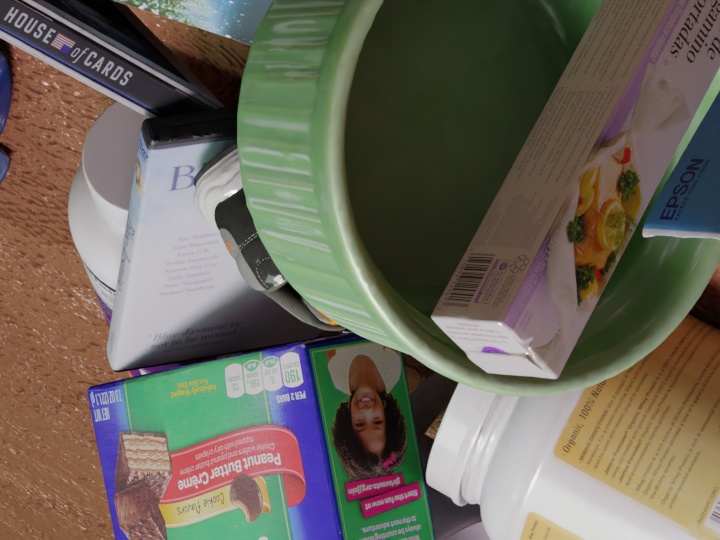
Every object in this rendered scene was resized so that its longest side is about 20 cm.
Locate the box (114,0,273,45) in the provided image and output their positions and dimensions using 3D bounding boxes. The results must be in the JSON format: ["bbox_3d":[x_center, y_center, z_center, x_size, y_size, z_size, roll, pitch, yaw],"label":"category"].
[{"bbox_3d":[-0.070,-0.168,1.139,0.136,0.038,0.200,17,152,-11],"label":"box"}]

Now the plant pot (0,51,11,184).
[{"bbox_3d":[-0.319,-0.055,1.617,0.200,0.200,0.180,28,164,10],"label":"plant pot"}]

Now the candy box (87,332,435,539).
[{"bbox_3d":[-0.043,0.140,1.412,0.169,0.077,0.201,-13,88,45],"label":"candy box"}]

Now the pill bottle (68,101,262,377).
[{"bbox_3d":[-0.089,-0.011,1.501,0.112,0.113,0.200,24,155,20],"label":"pill bottle"}]

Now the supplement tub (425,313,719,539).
[{"bbox_3d":[0.147,0.095,1.362,0.199,0.145,0.145,28,157,12],"label":"supplement tub"}]

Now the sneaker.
[{"bbox_3d":[0.000,0.000,1.343,0.074,0.080,0.200,-36,148,26],"label":"sneaker"}]

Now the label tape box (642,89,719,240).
[{"bbox_3d":[0.218,-0.039,0.995,0.200,0.144,0.066,9,148,43],"label":"label tape box"}]

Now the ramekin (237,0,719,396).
[{"bbox_3d":[0.048,-0.055,1.129,0.200,0.200,0.098,45,162,-27],"label":"ramekin"}]

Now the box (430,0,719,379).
[{"bbox_3d":[0.093,-0.052,1.059,0.041,0.200,0.039,4,148,48],"label":"box"}]

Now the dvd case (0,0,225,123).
[{"bbox_3d":[-0.163,-0.137,1.295,0.200,0.025,0.150,29,-166,-48],"label":"dvd case"}]

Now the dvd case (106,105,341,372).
[{"bbox_3d":[-0.046,-0.019,1.383,0.200,0.142,0.018,105,151,-55],"label":"dvd case"}]

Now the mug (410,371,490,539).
[{"bbox_3d":[0.032,0.139,1.536,0.147,0.200,0.175,34,180,-38],"label":"mug"}]
